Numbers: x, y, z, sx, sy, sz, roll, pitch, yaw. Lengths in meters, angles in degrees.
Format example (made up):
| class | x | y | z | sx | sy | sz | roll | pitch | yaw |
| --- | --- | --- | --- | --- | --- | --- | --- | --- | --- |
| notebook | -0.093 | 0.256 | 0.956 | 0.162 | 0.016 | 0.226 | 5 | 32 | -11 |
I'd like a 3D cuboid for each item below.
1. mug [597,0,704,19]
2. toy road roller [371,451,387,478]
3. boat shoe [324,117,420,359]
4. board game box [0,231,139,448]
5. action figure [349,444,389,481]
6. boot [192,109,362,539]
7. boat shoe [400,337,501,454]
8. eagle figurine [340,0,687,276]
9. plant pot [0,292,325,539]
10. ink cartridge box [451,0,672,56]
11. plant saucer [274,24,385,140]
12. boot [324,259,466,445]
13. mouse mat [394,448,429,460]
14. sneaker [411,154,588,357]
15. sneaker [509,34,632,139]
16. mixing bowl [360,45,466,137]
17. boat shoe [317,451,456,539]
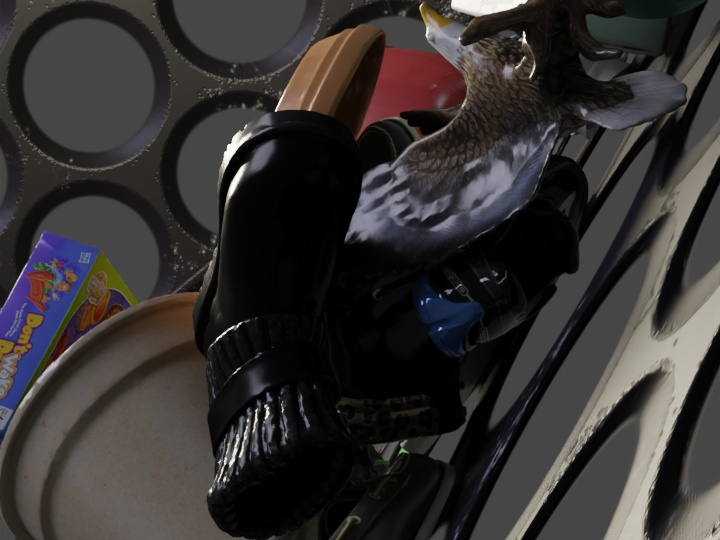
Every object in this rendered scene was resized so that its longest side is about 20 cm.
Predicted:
| class | x | y | z | sx | sy | sz | roll | pitch | yaw |
| --- | --- | --- | --- | --- | --- | --- | --- | --- | --- |
| mug | 0.165 | -0.237 | 1.583 | 0.152 | 0.114 | 0.185 | -53 | 38 | 31 |
| toy road roller | -0.082 | 0.184 | 1.988 | 0.123 | 0.146 | 0.200 | -61 | 2 | -35 |
| boat shoe | 0.000 | 0.000 | 1.689 | 0.073 | 0.062 | 0.201 | 8 | 92 | 48 |
| board game box | -0.182 | 0.083 | 1.707 | 0.135 | 0.045 | 0.200 | -63 | -26 | -19 |
| action figure | -0.044 | 0.176 | 1.761 | 0.119 | 0.102 | 0.200 | 100 | -170 | -46 |
| boot | -0.041 | 0.032 | 1.472 | 0.211 | 0.079 | 0.158 | 105 | 164 | -44 |
| boat shoe | 0.053 | 0.016 | 1.734 | 0.200 | 0.093 | 0.075 | -60 | 2 | 2 |
| eagle figurine | 0.078 | -0.090 | 1.509 | 0.200 | 0.151 | 0.151 | 114 | 149 | -43 |
| plant pot | -0.089 | 0.146 | 1.612 | 0.200 | 0.183 | 0.201 | -27 | -40 | -26 |
| ink cartridge box | 0.141 | -0.229 | 1.772 | 0.200 | 0.085 | 0.148 | -153 | 71 | -67 |
| plant saucer | -0.039 | -0.061 | 1.631 | 0.200 | 0.037 | 0.201 | 23 | -90 | -85 |
| boot | 0.051 | 0.018 | 1.646 | 0.200 | 0.073 | 0.151 | -14 | -69 | -39 |
| mouse mat | 0.058 | 0.087 | 1.861 | 0.200 | 0.008 | 0.161 | -60 | 2 | -18 |
| sneaker | 0.099 | -0.012 | 1.547 | 0.083 | 0.071 | 0.200 | -21 | 14 | 30 |
| sneaker | 0.142 | -0.145 | 1.901 | 0.075 | 0.087 | 0.200 | -60 | 1 | 2 |
| mixing bowl | 0.058 | -0.069 | 1.846 | 0.108 | 0.200 | 0.200 | -12 | 41 | 46 |
| boat shoe | 0.008 | 0.145 | 1.478 | 0.072 | 0.060 | 0.202 | -60 | 2 | 21 |
